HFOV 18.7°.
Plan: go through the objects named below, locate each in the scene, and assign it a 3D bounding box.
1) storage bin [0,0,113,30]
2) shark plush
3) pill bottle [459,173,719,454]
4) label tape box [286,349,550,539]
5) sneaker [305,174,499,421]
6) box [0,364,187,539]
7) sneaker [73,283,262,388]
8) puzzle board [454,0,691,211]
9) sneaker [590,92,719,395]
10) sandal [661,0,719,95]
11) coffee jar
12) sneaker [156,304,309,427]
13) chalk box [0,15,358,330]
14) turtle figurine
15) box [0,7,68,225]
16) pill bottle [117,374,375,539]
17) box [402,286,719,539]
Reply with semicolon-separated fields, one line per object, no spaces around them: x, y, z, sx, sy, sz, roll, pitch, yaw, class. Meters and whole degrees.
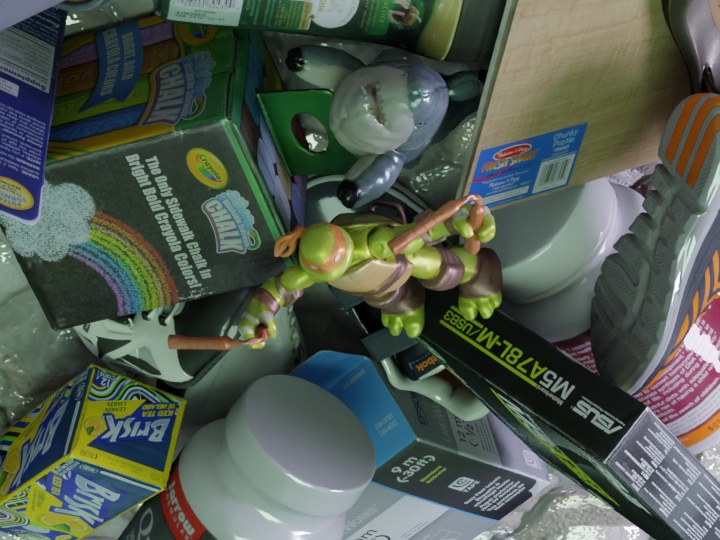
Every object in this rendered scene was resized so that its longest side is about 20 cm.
-0.212;-0.200;1.079;0.200;0.134;0.146;41;125;1;storage bin
0.044;-0.086;1.210;0.083;0.091;0.200;-23;166;27;shark plush
0.158;0.018;1.350;0.114;0.114;0.200;-31;126;24;pill bottle
0.006;0.133;1.448;0.200;0.066;0.143;20;132;-43;label tape box
0.030;0.016;1.369;0.078;0.080;0.200;-31;124;25;sneaker
-0.185;0.125;1.417;0.070;0.065;0.200;21;153;-20;box
-0.134;0.021;1.324;0.088;0.074;0.200;39;155;-23;sneaker
0.141;-0.113;1.225;0.199;0.017;0.151;-17;137;-34;puzzle board
0.209;-0.008;1.237;0.112;0.078;0.201;1;129;-27;sneaker
0.230;-0.114;1.241;0.082;0.055;0.200;-40;140;-6;sandal
-0.010;-0.173;1.180;0.199;0.105;0.086;7;131;-9;coffee jar
-0.063;0.024;1.389;0.084;0.073;0.200;4;138;-25;sneaker
-0.101;-0.067;1.256;0.199;0.124;0.125;-13;130;11;chalk box
0.000;0.000;1.210;0.199;0.065;0.161;-28;158;22;turtle figurine
-0.223;-0.102;1.171;0.121;0.200;0.032;23;127;-21;box
-0.080;0.165;1.372;0.115;0.116;0.200;22;124;-20;pill bottle
0.137;0.098;1.301;0.048;0.193;0.200;-49;136;-3;box
